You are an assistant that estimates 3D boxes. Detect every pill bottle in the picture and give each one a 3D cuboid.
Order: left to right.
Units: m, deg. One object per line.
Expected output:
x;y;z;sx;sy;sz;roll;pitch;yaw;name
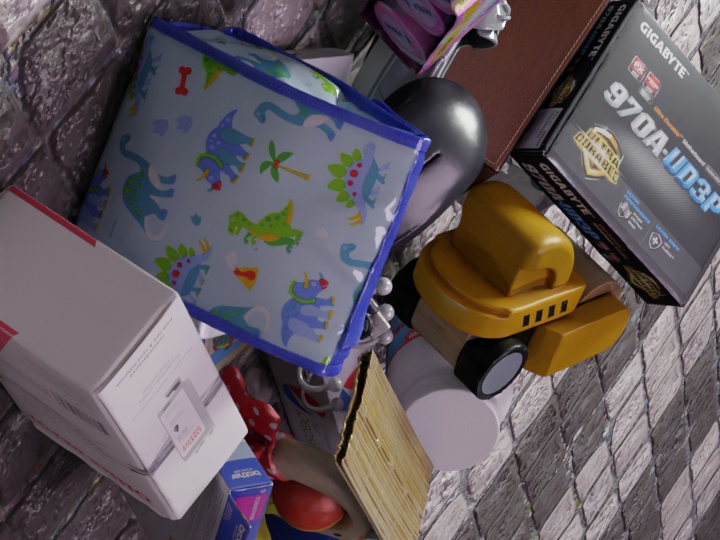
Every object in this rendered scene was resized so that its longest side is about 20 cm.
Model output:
0.074;0.077;1.798;0.200;0.108;0.109;-87;-172;-59;pill bottle

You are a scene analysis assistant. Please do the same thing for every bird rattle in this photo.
-0.059;0.155;1.669;0.200;0.163;0.113;101;9;-56;bird rattle

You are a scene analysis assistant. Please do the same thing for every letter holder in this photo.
0.089;-0.187;1.688;0.200;0.142;0.101;-57;-173;-15;letter holder

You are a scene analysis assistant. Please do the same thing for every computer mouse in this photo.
0.026;-0.059;1.514;0.200;0.053;0.139;-46;110;-21;computer mouse

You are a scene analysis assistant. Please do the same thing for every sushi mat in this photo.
0.019;0.149;1.631;0.200;0.012;0.096;64;36;-55;sushi mat

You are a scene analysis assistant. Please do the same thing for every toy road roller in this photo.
0.130;0.000;1.702;0.200;0.123;0.146;-18;143;-41;toy road roller

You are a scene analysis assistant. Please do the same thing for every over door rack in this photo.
0.000;0.000;1.619;0.148;0.066;0.201;88;16;-73;over door rack

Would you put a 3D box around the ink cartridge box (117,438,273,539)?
-0.117;0.146;1.473;0.042;0.200;0.120;-5;131;-30;ink cartridge box

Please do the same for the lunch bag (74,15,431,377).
-0.062;-0.049;1.374;0.127;0.200;0.171;-2;117;-58;lunch bag

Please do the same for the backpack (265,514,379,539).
-0.025;0.284;1.856;0.168;0.162;0.200;-56;157;-5;backpack

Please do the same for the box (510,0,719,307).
0.227;-0.092;1.709;0.200;0.046;0.159;45;68;-29;box

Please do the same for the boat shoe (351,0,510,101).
0.073;-0.188;1.596;0.201;0.071;0.070;-54;176;-9;boat shoe

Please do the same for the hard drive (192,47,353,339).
-0.067;-0.057;1.525;0.132;0.027;0.201;-14;119;-56;hard drive

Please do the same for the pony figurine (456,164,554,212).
0.194;-0.095;1.827;0.199;0.193;0.167;12;101;-33;pony figurine

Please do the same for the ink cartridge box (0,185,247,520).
-0.167;0.056;1.343;0.083;0.146;0.200;-51;155;-17;ink cartridge box

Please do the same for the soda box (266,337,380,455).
-0.023;0.098;1.783;0.068;0.064;0.200;-52;154;-22;soda box

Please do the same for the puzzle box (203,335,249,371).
-0.090;0.005;1.596;0.200;0.025;0.133;-40;147;-40;puzzle box

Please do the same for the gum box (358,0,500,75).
0.073;-0.211;1.461;0.113;0.066;0.200;-42;180;-10;gum box
